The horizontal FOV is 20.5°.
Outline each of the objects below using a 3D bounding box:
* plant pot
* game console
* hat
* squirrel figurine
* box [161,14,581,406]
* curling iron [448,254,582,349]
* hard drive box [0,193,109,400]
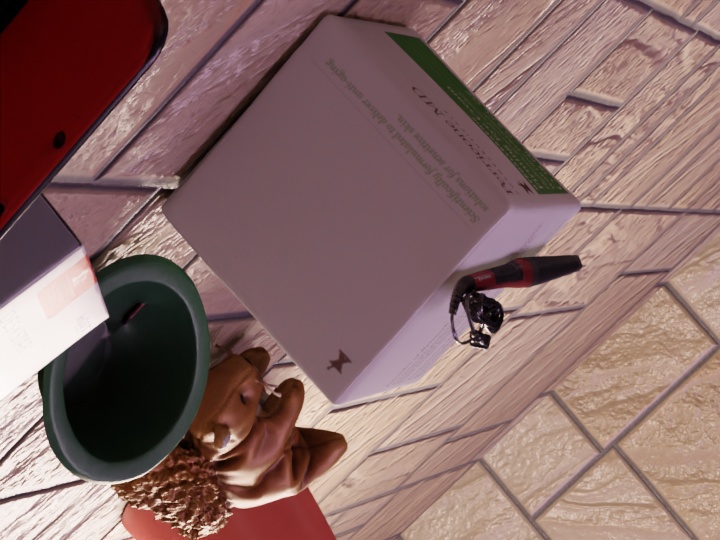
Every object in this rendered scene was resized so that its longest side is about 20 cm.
[{"bbox_3d":[-0.128,0.275,2.124,0.200,0.178,0.201,-38,166,-11],"label":"plant pot"},{"bbox_3d":[-0.153,-0.087,1.025,0.200,0.119,0.172,-45,166,19],"label":"game console"},{"bbox_3d":[-0.228,0.064,1.519,0.165,0.175,0.202,-26,123,-41],"label":"hat"},{"bbox_3d":[-0.136,0.161,1.837,0.200,0.142,0.187,-43,160,-1],"label":"squirrel figurine"},{"bbox_3d":[0.009,-0.045,1.438,0.200,0.199,0.171,-48,165,19],"label":"box"},{"bbox_3d":[0.111,0.012,1.405,0.200,0.025,0.050,-24,119,-60],"label":"curling iron"},{"bbox_3d":[-0.261,0.039,1.216,0.200,0.077,0.156,-39,167,-11],"label":"hard drive box"}]
